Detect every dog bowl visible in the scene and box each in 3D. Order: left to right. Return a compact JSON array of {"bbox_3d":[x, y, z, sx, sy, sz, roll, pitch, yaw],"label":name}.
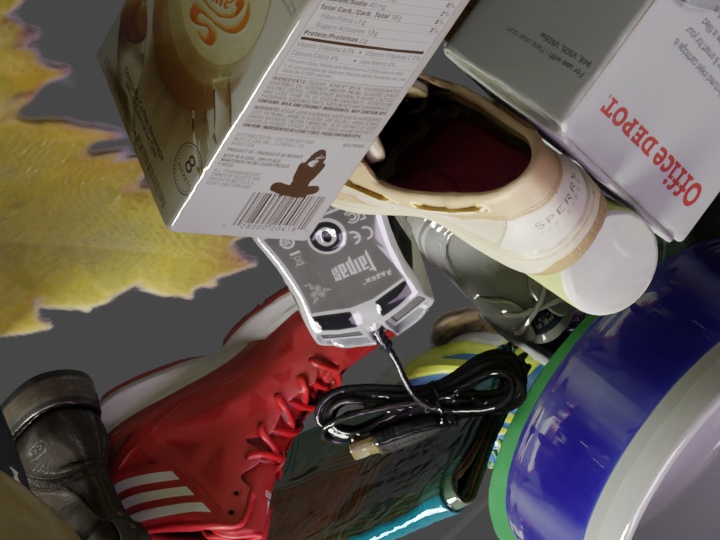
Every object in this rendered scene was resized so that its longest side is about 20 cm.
[{"bbox_3d":[0.169,0.085,1.330,0.200,0.079,0.200,-32,144,-27],"label":"dog bowl"}]

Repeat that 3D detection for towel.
[{"bbox_3d":[-0.009,0.114,1.430,0.200,0.147,0.022,-24,111,29],"label":"towel"}]

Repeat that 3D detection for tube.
[{"bbox_3d":[0.073,-0.033,1.275,0.058,0.200,0.052,34,92,-32],"label":"tube"}]

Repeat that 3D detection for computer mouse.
[{"bbox_3d":[0.000,0.000,1.336,0.109,0.044,0.200,-20,115,12],"label":"computer mouse"}]

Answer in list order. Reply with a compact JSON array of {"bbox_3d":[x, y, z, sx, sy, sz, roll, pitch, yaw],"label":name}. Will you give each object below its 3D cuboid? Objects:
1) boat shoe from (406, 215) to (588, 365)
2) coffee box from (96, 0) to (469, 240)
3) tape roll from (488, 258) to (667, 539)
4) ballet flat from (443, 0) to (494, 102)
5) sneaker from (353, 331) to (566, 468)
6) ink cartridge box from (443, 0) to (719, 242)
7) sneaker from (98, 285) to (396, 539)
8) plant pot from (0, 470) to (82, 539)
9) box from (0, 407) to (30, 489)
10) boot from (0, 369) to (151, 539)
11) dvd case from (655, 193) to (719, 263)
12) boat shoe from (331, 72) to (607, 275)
[{"bbox_3d":[0.091,0.009,1.440,0.072,0.069,0.200,-31,147,8],"label":"boat shoe"},{"bbox_3d":[-0.026,-0.122,1.142,0.080,0.114,0.200,4,136,-36],"label":"coffee box"},{"bbox_3d":[0.156,0.084,1.433,0.200,0.048,0.201,-32,144,-27],"label":"tape roll"},{"bbox_3d":[0.083,-0.106,1.297,0.065,0.071,0.200,-9,151,24],"label":"ballet flat"},{"bbox_3d":[0.100,0.090,1.524,0.200,0.105,0.076,-11,144,-23],"label":"sneaker"},{"bbox_3d":[0.150,-0.132,1.212,0.200,0.083,0.147,-53,144,-1],"label":"ink cartridge box"},{"bbox_3d":[-0.041,0.085,1.413,0.200,0.116,0.078,-31,147,10],"label":"sneaker"},{"bbox_3d":[-0.208,0.151,1.186,0.200,0.135,0.200,-17,144,-12],"label":"plant pot"},{"bbox_3d":[-0.284,0.105,1.288,0.200,0.104,0.148,-31,146,7],"label":"box"},{"bbox_3d":[-0.161,0.169,1.394,0.069,0.174,0.200,-2,140,-32],"label":"boot"},{"bbox_3d":[0.208,-0.025,1.451,0.146,0.022,0.200,-36,147,-24],"label":"dvd case"},{"bbox_3d":[0.021,-0.062,1.204,0.074,0.200,0.069,-57,141,-15],"label":"boat shoe"}]
